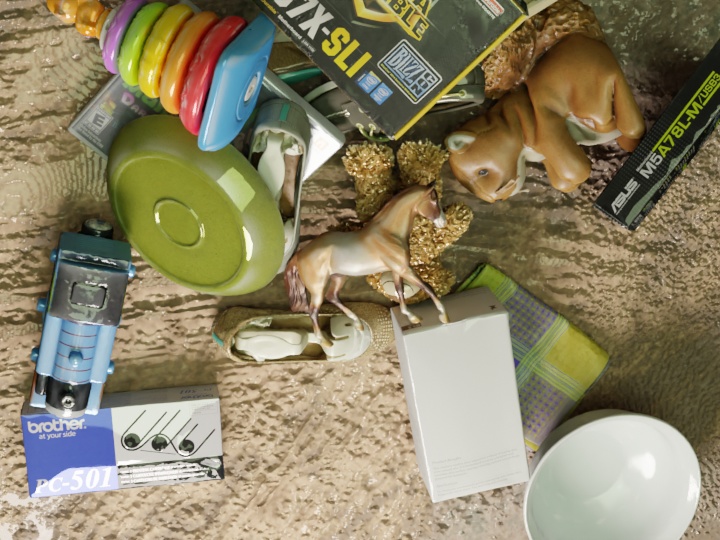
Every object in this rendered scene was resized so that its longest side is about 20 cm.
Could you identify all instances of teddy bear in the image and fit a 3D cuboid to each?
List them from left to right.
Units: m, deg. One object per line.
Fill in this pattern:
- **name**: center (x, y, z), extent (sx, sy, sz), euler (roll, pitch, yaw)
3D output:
- **teddy bear**: center (0.039, -0.043, 1.229), extent (0.145, 0.067, 0.200), euler (7, 126, -11)

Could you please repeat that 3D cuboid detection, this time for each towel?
- **towel**: center (0.163, 0.096, 1.352), extent (0.200, 0.023, 0.144), euler (38, 99, -19)

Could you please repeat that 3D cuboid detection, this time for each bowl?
- **bowl**: center (0.263, 0.231, 1.377), extent (0.201, 0.090, 0.201), euler (-3, 108, -10)

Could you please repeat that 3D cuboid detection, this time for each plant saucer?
- **plant saucer**: center (-0.164, -0.051, 1.173), extent (0.200, 0.031, 0.200), euler (18, 133, 21)

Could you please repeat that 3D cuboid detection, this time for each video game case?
- **video game case**: center (-0.147, -0.131, 1.188), extent (0.200, 0.023, 0.182), euler (39, 119, -19)

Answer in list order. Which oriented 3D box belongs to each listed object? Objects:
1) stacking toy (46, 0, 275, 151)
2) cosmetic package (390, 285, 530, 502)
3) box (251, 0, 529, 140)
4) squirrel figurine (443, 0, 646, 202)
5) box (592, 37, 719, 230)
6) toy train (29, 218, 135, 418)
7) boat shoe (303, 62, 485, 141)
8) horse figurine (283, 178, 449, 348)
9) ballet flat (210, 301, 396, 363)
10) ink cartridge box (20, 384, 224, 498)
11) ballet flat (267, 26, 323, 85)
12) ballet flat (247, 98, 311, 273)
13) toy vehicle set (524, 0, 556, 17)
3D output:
- **stacking toy**: center (-0.183, -0.196, 1.083), extent (0.200, 0.116, 0.110), euler (24, 129, 3)
- **cosmetic package**: center (0.104, 0.128, 1.299), extent (0.113, 0.081, 0.200), euler (-11, 109, -6)
- **box**: center (0.016, -0.235, 1.053), extent (0.200, 0.049, 0.160), euler (44, 112, -11)
- **squirrel figurine**: center (0.162, -0.166, 1.223), extent (0.187, 0.142, 0.200), euler (-24, 92, 12)
- **box**: center (0.305, -0.126, 1.214), extent (0.048, 0.200, 0.193), euler (36, 100, 11)
- **toy train**: center (-0.272, 0.051, 1.211), extent (0.087, 0.114, 0.200), euler (12, 105, -13)
- **boat shoe**: center (0.025, -0.157, 1.179), extent (0.202, 0.072, 0.060), euler (-17, 78, 28)
- **horse figurine**: center (0.000, 0.000, 1.200), extent (0.200, 0.050, 0.133), euler (-12, 109, 27)
- **ballet flat**: center (-0.052, 0.072, 1.282), extent (0.200, 0.065, 0.071), euler (-3, 110, -9)
- **ink cartridge box**: center (-0.244, 0.176, 1.294), extent (0.200, 0.044, 0.094), euler (-4, 107, -8)
- **ballet flat**: center (-0.033, -0.217, 1.191), extent (0.200, 0.068, 0.072), euler (-10, 92, 4)
- **ballet flat**: center (-0.087, -0.065, 1.175), extent (0.067, 0.064, 0.200), euler (9, 126, -2)
- **toy vehicle set**: center (0.122, -0.330, 1.153), extent (0.124, 0.027, 0.200), euler (-31, 82, 1)
